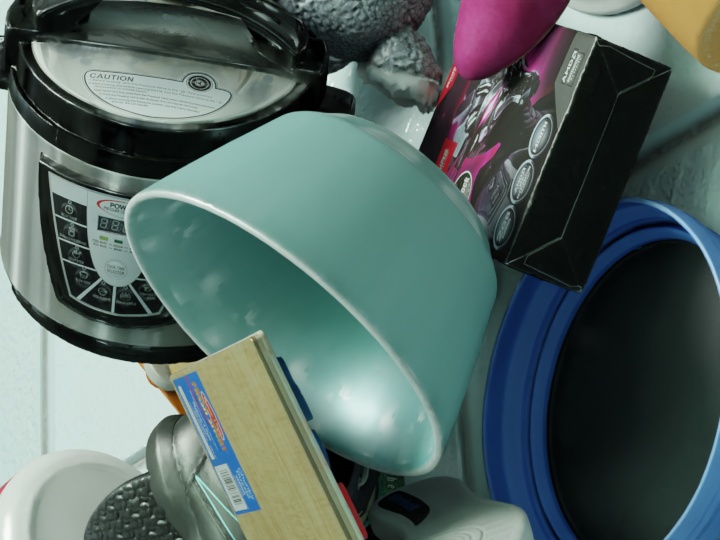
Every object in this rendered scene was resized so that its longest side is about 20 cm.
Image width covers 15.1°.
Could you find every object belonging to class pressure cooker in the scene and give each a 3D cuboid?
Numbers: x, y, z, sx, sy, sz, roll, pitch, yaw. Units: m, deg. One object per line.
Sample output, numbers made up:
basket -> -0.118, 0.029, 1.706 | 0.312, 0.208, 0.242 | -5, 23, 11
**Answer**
pressure cooker -> -0.112, -0.073, 1.484 | 0.179, 0.175, 0.201 | 41, 137, 36

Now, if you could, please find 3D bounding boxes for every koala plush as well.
koala plush -> -0.023, -0.172, 1.581 | 0.200, 0.183, 0.179 | 5, 104, 56

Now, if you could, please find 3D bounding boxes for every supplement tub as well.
supplement tub -> -0.216, 0.215, 1.784 | 0.200, 0.140, 0.141 | -37, 50, 46

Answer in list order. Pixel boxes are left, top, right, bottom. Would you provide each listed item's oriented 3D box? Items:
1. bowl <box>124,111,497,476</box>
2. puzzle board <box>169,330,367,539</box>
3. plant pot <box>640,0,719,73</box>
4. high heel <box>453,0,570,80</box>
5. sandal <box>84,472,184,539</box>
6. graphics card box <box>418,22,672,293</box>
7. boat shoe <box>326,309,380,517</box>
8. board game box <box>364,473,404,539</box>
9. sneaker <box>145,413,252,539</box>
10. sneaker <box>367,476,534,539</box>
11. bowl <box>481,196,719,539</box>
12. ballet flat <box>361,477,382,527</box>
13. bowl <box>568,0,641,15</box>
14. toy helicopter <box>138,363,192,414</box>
bowl -> -0.011, -0.003, 1.360 | 0.105, 0.201, 0.200 | -50, 25, -21
puzzle board -> -0.030, 0.132, 1.400 | 0.201, 0.017, 0.151 | 65, 158, 0
plant pot -> 0.186, -0.186, 1.261 | 0.200, 0.199, 0.141 | -45, 60, 40
high heel -> 0.076, -0.191, 1.368 | 0.201, 0.096, 0.067 | -58, 43, 22
sandal -> -0.090, 0.133, 1.648 | 0.200, 0.045, 0.075 | -41, 86, 28
graphics card box -> 0.088, -0.069, 1.439 | 0.126, 0.051, 0.200 | -67, 19, 5
boat shoe -> -0.003, 0.044, 1.471 | 0.063, 0.072, 0.201 | 113, 169, -71
board game box -> -0.009, 0.145, 1.594 | 0.105, 0.023, 0.201 | -38, 50, 49
sneaker -> -0.051, 0.162, 1.494 | 0.079, 0.075, 0.201 | -28, 82, 26
sneaker -> 0.062, 0.177, 1.388 | 0.200, 0.073, 0.113 | -134, 23, -79
bowl -> 0.135, 0.065, 1.379 | 0.200, 0.039, 0.202 | -27, 57, 52
ballet flat -> -0.060, 0.173, 1.584 | 0.200, 0.069, 0.070 | -57, 38, 30
bowl -> 0.116, -0.246, 1.469 | 0.201, 0.090, 0.202 | -26, 58, 51
toy helicopter -> -0.100, 0.082, 1.716 | 0.132, 0.079, 0.202 | -5, 88, 50
